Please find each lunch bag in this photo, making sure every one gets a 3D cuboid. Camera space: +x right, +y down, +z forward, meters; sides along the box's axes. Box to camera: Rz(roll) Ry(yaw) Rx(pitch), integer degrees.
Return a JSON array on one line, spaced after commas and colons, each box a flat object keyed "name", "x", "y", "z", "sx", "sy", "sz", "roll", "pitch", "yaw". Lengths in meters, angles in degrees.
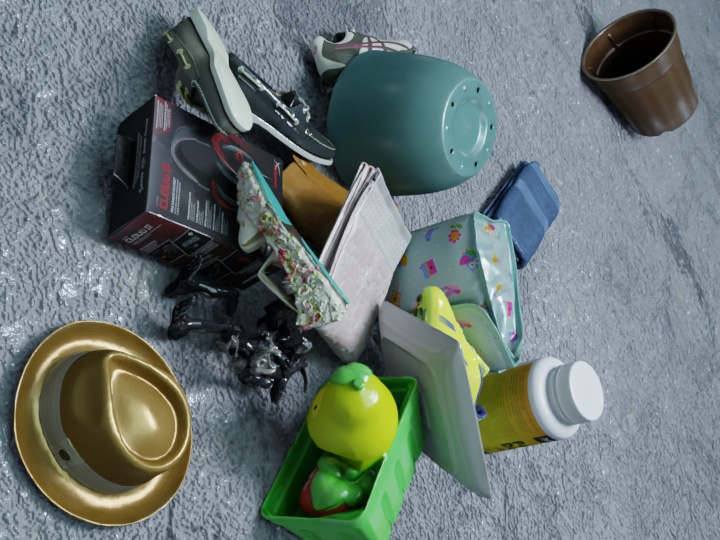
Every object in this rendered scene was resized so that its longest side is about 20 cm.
[{"name": "lunch bag", "x": 0.117, "y": 0.044, "z": 1.213, "sx": 0.122, "sy": 0.170, "sz": 0.201, "roll": 11, "pitch": 68, "yaw": -54}]

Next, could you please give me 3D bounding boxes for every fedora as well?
[{"name": "fedora", "x": -0.221, "y": 0.136, "z": 0.871, "sx": 0.200, "sy": 0.082, "sz": 0.201, "roll": 23, "pitch": 57, "yaw": -40}]

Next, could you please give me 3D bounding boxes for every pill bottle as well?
[{"name": "pill bottle", "x": 0.218, "y": 0.180, "z": 1.243, "sx": 0.109, "sy": 0.200, "sz": 0.110, "roll": 21, "pitch": 59, "yaw": -40}]

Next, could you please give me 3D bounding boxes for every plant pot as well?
[{"name": "plant pot", "x": 0.589, "y": -0.396, "z": 1.919, "sx": 0.198, "sy": 0.200, "sz": 0.201, "roll": 46, "pitch": 45, "yaw": -36}, {"name": "plant pot", "x": 0.081, "y": -0.191, "z": 1.233, "sx": 0.200, "sy": 0.161, "sz": 0.201, "roll": -13, "pitch": 108, "yaw": -47}]

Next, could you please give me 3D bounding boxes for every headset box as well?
[{"name": "headset box", "x": -0.182, "y": -0.084, "z": 1.008, "sx": 0.200, "sy": 0.075, "sz": 0.149, "roll": 25, "pitch": 51, "yaw": -39}]

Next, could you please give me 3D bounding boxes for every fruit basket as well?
[{"name": "fruit basket", "x": -0.018, "y": 0.183, "z": 1.016, "sx": 0.215, "sy": 0.155, "sz": 0.216, "roll": 15, "pitch": 72, "yaw": -56}]

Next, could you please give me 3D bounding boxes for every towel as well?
[{"name": "towel", "x": 0.000, "y": 0.000, "z": 1.096, "sx": 0.192, "sy": 0.032, "sz": 0.200, "roll": -67, "pitch": 159, "yaw": -16}, {"name": "towel", "x": 0.265, "y": -0.093, "z": 1.529, "sx": 0.112, "sy": 0.048, "sz": 0.200, "roll": 55, "pitch": 41, "yaw": -15}]

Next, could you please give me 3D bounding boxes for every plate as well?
[{"name": "plate", "x": 0.078, "y": 0.152, "z": 1.100, "sx": 0.032, "sy": 0.200, "sz": 0.200, "roll": -20, "pitch": 109, "yaw": -18}]

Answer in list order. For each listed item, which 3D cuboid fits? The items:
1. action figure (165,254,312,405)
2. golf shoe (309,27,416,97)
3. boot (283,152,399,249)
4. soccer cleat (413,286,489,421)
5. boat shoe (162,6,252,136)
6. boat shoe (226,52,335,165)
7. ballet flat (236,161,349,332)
[{"name": "action figure", "x": -0.112, "y": 0.068, "z": 1.008, "sx": 0.200, "sy": 0.102, "sz": 0.119, "roll": 31, "pitch": 48, "yaw": -32}, {"name": "golf shoe", "x": 0.009, "y": -0.311, "z": 1.325, "sx": 0.200, "sy": 0.077, "sz": 0.088, "roll": -34, "pitch": 92, "yaw": -49}, {"name": "boot", "x": -0.034, "y": -0.096, "z": 1.193, "sx": 0.144, "sy": 0.071, "sz": 0.201, "roll": 49, "pitch": 29, "yaw": -1}, {"name": "soccer cleat", "x": 0.114, "y": 0.105, "z": 1.145, "sx": 0.065, "sy": 0.083, "sz": 0.201, "roll": -98, "pitch": 178, "yaw": -65}, {"name": "boat shoe", "x": -0.173, "y": -0.214, "z": 1.038, "sx": 0.072, "sy": 0.060, "sz": 0.202, "roll": 52, "pitch": 11, "yaw": -52}, {"name": "boat shoe", "x": -0.098, "y": -0.196, "z": 1.147, "sx": 0.200, "sy": 0.060, "sz": 0.076, "roll": 26, "pitch": 15, "yaw": -41}, {"name": "ballet flat", "x": -0.087, "y": -0.023, "z": 0.962, "sx": 0.200, "sy": 0.064, "sz": 0.076, "roll": 56, "pitch": -1, "yaw": 15}]
